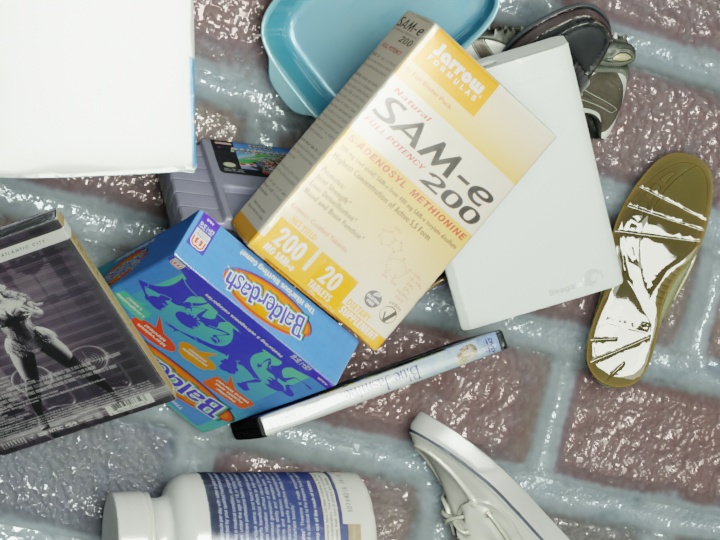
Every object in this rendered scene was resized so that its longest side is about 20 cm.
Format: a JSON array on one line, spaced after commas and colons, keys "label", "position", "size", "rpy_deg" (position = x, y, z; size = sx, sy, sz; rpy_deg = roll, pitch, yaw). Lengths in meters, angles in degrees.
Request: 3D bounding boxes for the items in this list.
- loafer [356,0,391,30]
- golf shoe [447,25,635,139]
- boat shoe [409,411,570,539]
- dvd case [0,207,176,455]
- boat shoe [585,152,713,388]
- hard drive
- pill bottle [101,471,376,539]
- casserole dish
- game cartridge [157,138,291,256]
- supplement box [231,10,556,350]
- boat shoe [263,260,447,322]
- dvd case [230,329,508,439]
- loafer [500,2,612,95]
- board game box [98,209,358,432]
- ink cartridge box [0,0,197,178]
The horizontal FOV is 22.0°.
[{"label": "loafer", "position": [0.052, -0.270, 1.423], "size": [0.075, 0.068, 0.201], "rpy_deg": [24, 92, -19]}, {"label": "golf shoe", "position": [0.123, -0.146, 1.460], "size": [0.198, 0.078, 0.095], "rpy_deg": [3, 97, -16]}, {"label": "boat shoe", "position": [0.100, 0.198, 1.509], "size": [0.066, 0.072, 0.200], "rpy_deg": [-48, 116, -10]}, {"label": "dvd case", "position": [-0.240, 0.049, 1.334], "size": [0.147, 0.016, 0.201], "rpy_deg": [-18, 133, 11]}, {"label": "boat shoe", "position": [0.236, 0.001, 1.532], "size": [0.073, 0.063, 0.202], "rpy_deg": [17, 86, 6]}, {"label": "hard drive", "position": [0.113, -0.063, 1.387], "size": [0.131, 0.026, 0.201], "rpy_deg": [-16, 115, 2]}, {"label": "pill bottle", "position": [-0.095, 0.211, 1.425], "size": [0.198, 0.111, 0.112], "rpy_deg": [2, 97, -18]}, {"label": "casserole dish", "position": [0.017, -0.194, 1.395], "size": [0.199, 0.039, 0.121], "rpy_deg": [-37, 92, 17]}, {"label": "game cartridge", "position": [-0.050, -0.051, 1.394], "size": [0.198, 0.130, 0.039], "rpy_deg": [5, 124, -18]}, {"label": "supplement box", "position": [0.022, -0.063, 1.300], "size": [0.126, 0.074, 0.200], "rpy_deg": [39, 92, -20]}, {"label": "boat shoe", "position": [0.000, 0.000, 1.444], "size": [0.199, 0.072, 0.073], "rpy_deg": [-23, 104, -13]}, {"label": "dvd case", "position": [0.003, 0.090, 1.422], "size": [0.198, 0.143, 0.018], "rpy_deg": [-19, 88, -14]}, {"label": "loafer", "position": [0.114, -0.119, 1.405], "size": [0.200, 0.063, 0.072], "rpy_deg": [-38, 121, 16]}, {"label": "board game box", "position": [-0.116, 0.043, 1.351], "size": [0.152, 0.200, 0.045], "rpy_deg": [40, 59, -17]}, {"label": "ink cartridge box", "position": [-0.201, -0.148, 1.295], "size": [0.143, 0.200, 0.149], "rpy_deg": [-4, 99, -14]}]
